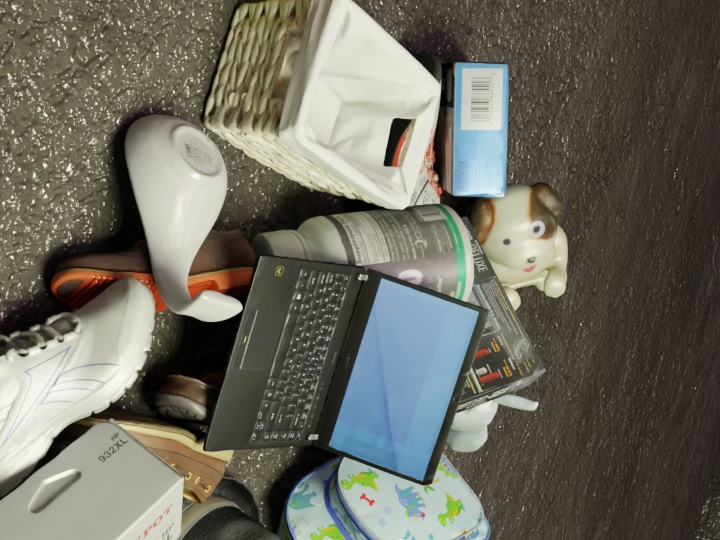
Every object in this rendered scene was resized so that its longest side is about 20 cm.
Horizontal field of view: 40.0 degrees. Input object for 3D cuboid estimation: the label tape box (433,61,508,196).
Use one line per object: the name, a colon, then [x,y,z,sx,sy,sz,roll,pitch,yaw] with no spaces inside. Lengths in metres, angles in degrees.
label tape box: [0.119,-0.169,1.157,0.200,0.063,0.146,-117,-154,-77]

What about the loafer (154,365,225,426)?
loafer: [-0.120,0.109,0.922,0.200,0.072,0.072,23,76,-65]

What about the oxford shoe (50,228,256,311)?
oxford shoe: [-0.171,-0.005,0.826,0.199,0.071,0.073,1,65,-49]

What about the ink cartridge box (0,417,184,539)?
ink cartridge box: [-0.211,0.235,0.744,0.145,0.083,0.201,-41,154,-41]

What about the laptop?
laptop: [-0.011,0.093,0.857,0.199,0.103,0.179,7,104,-46]

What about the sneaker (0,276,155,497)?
sneaker: [-0.231,0.075,0.713,0.200,0.074,0.087,-47,128,-17]

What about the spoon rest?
spoon rest: [-0.141,-0.043,0.786,0.099,0.060,0.201,22,42,-42]

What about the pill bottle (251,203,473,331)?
pill bottle: [0.000,0.000,0.960,0.198,0.113,0.114,-8,109,-24]

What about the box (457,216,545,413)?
box: [0.086,0.050,1.066,0.157,0.050,0.201,-15,69,-30]

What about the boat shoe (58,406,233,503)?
boat shoe: [-0.179,0.160,0.839,0.200,0.072,0.068,33,70,-57]

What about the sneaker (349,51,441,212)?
sneaker: [0.057,-0.132,1.105,0.108,0.067,0.203,26,82,-56]

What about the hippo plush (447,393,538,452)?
hippo plush: [0.094,0.116,1.183,0.200,0.158,0.162,119,-27,-60]

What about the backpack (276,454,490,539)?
backpack: [0.017,0.268,1.045,0.199,0.183,0.148,-24,150,-32]

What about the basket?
basket: [-0.033,-0.153,0.914,0.200,0.123,0.137,28,77,-56]

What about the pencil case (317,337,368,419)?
pencil case: [-0.015,0.123,1.013,0.086,0.084,0.200,-46,162,-2]

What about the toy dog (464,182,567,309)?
toy dog: [0.192,-0.046,1.215,0.200,0.138,0.196,63,21,-82]

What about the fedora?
fedora: [-0.132,0.301,0.929,0.200,0.091,0.202,-23,119,-51]
